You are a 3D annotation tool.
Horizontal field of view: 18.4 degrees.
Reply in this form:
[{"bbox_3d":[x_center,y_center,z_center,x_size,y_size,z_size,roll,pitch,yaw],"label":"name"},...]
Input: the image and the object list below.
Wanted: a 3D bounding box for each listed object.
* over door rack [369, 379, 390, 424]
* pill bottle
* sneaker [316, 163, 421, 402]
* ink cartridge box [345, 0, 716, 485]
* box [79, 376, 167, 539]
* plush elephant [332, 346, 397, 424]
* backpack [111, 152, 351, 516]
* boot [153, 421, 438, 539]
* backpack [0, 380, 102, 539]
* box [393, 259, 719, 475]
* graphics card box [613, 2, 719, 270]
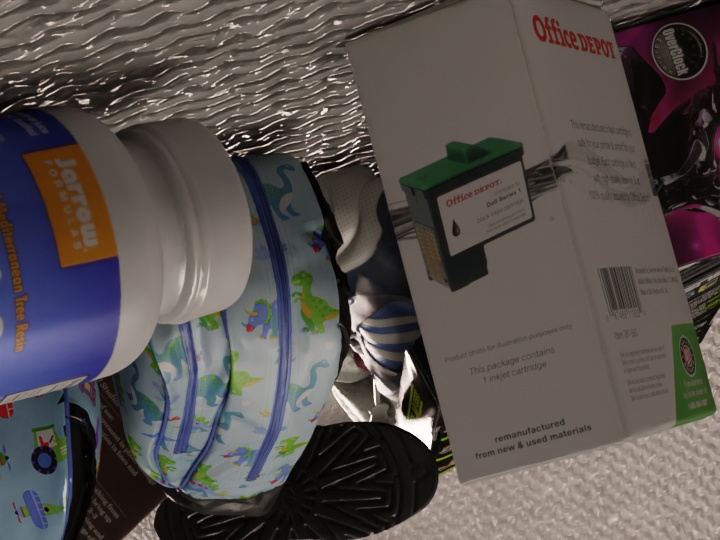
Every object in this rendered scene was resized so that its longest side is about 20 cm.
[{"bbox_3d":[-0.058,0.060,1.432,0.148,0.067,0.200,-15,137,-8],"label":"over door rack"},{"bbox_3d":[-0.147,-0.003,0.865,0.200,0.112,0.112,-14,173,-31],"label":"pill bottle"},{"bbox_3d":[0.000,0.000,1.306,0.146,0.081,0.200,26,155,-6],"label":"sneaker"},{"bbox_3d":[0.079,-0.017,0.986,0.084,0.200,0.146,-17,173,23],"label":"ink cartridge box"},{"bbox_3d":[-0.130,0.073,1.265,0.200,0.100,0.075,-42,-170,-28],"label":"box"},{"bbox_3d":[0.026,0.040,1.598,0.200,0.155,0.165,-50,144,-27],"label":"plush elephant"},{"bbox_3d":[-0.071,0.023,1.138,0.154,0.163,0.200,2,158,-28],"label":"backpack"},{"bbox_3d":[-0.028,0.125,1.330,0.165,0.066,0.200,-12,178,6],"label":"boot"},{"bbox_3d":[-0.188,0.061,1.041,0.134,0.183,0.200,1,154,-14],"label":"backpack"},{"bbox_3d":[0.117,0.042,1.271,0.200,0.048,0.193,-26,167,-8],"label":"box"},{"bbox_3d":[0.168,-0.067,1.126,0.200,0.126,0.051,-16,177,-14],"label":"graphics card box"}]
